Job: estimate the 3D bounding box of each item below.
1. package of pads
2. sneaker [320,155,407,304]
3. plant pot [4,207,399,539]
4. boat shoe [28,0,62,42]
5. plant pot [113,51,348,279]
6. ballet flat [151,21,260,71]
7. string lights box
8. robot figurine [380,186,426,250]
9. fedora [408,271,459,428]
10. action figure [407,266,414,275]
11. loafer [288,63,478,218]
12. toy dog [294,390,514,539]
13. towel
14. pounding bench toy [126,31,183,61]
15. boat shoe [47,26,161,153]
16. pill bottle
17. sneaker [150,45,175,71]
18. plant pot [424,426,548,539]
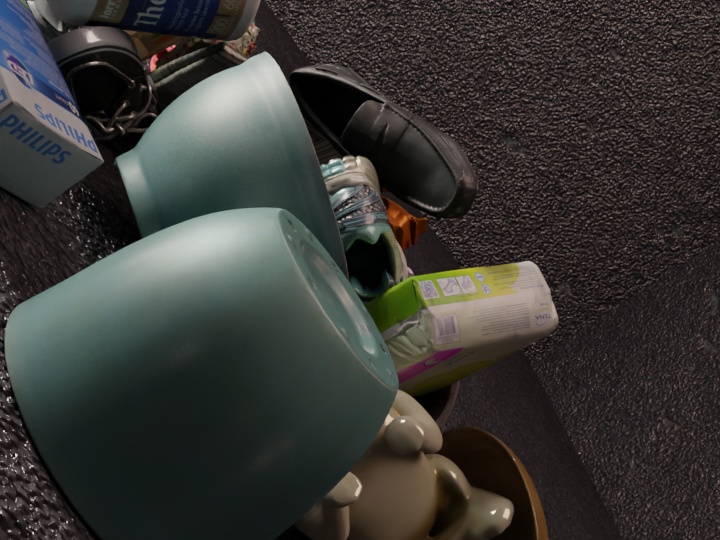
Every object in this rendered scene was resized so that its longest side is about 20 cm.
[{"bbox_3d":[0.046,0.060,1.050,0.154,0.200,0.068,-8,74,-41],"label":"package of pads"},{"bbox_3d":[0.000,0.000,1.047,0.200,0.077,0.086,68,3,-54],"label":"sneaker"},{"bbox_3d":[-0.076,0.059,0.736,0.201,0.161,0.201,55,9,-13],"label":"plant pot"},{"bbox_3d":[-0.278,-0.260,1.074,0.070,0.071,0.201,46,14,-52],"label":"boat shoe"},{"bbox_3d":[-0.104,-0.047,0.960,0.200,0.134,0.201,161,-90,-81],"label":"plant pot"},{"bbox_3d":[-0.166,-0.185,1.236,0.076,0.200,0.064,34,50,-9],"label":"ballet flat"},{"bbox_3d":[-0.253,-0.148,0.849,0.200,0.059,0.103,61,10,26],"label":"string lights box"},{"bbox_3d":[-0.022,-0.102,1.261,0.200,0.058,0.145,31,-48,32],"label":"robot figurine"},{"bbox_3d":[0.000,0.084,1.202,0.200,0.177,0.090,24,-16,-37],"label":"fedora"},{"bbox_3d":[-0.045,-0.036,1.367,0.134,0.149,0.200,-70,140,-72],"label":"action figure"},{"bbox_3d":[0.014,-0.106,1.041,0.070,0.068,0.201,4,31,-50],"label":"loafer"},{"bbox_3d":[-0.008,0.132,0.952,0.200,0.139,0.194,54,-4,-20],"label":"toy dog"},{"bbox_3d":[-0.110,-0.130,1.181,0.192,0.200,0.035,31,66,-32],"label":"towel"},{"bbox_3d":[-0.215,-0.320,1.212,0.200,0.124,0.156,61,-2,-3],"label":"pounding bench toy"},{"bbox_3d":[-0.205,-0.139,1.055,0.199,0.073,0.068,84,-15,-78],"label":"boat shoe"},{"bbox_3d":[-0.185,-0.246,1.009,0.200,0.111,0.111,1,42,-28],"label":"pill bottle"},{"bbox_3d":[-0.194,-0.226,1.430,0.087,0.074,0.200,51,10,-25],"label":"sneaker"},{"bbox_3d":[0.090,0.224,1.005,0.027,0.200,0.200,7,37,-28],"label":"plant pot"}]
